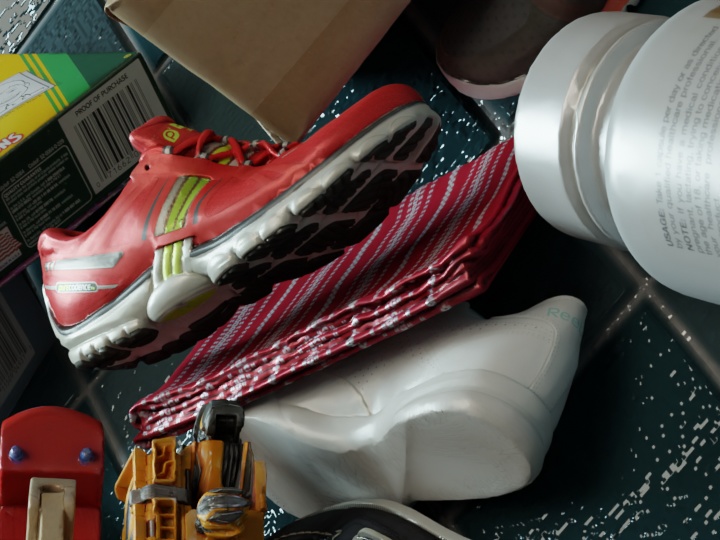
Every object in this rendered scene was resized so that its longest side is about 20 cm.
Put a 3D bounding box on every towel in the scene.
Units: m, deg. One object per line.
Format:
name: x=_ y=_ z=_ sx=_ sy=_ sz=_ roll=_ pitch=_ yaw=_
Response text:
towel: x=0.000 y=0.000 z=1.082 sx=0.200 sy=0.022 sz=0.145 roll=-27 pitch=15 yaw=35

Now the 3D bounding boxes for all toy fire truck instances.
toy fire truck: x=-0.126 y=0.130 z=1.029 sx=0.141 sy=0.049 sz=0.200 roll=104 pitch=167 yaw=-56

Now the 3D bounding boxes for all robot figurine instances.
robot figurine: x=-0.072 y=0.141 z=1.030 sx=0.200 sy=0.058 sz=0.145 roll=103 pitch=166 yaw=-54

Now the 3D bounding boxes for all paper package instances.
paper package: x=-0.009 y=-0.174 z=1.137 sx=0.200 sy=0.103 sz=0.191 roll=-52 pitch=9 yaw=12

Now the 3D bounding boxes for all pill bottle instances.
pill bottle: x=0.153 y=-0.040 z=0.918 sx=0.200 sy=0.114 sz=0.114 roll=15 pitch=79 yaw=51

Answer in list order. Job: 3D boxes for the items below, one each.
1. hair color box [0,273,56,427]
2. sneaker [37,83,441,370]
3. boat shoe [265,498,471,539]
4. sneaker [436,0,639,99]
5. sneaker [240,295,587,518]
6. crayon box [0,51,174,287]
hair color box: x=-0.264 y=0.058 z=1.300 sx=0.200 sy=0.061 sz=0.099 roll=-14 pitch=28 yaw=25
sneaker: x=-0.060 y=-0.031 z=1.063 sx=0.200 sy=0.077 sz=0.085 roll=-30 pitch=76 yaw=25
boat shoe: x=0.010 y=0.135 z=1.000 sx=0.200 sy=0.060 sz=0.074 roll=11 pitch=103 yaw=50
sneaker: x=0.092 y=-0.158 z=1.082 sx=0.200 sy=0.082 sz=0.077 roll=-43 pitch=42 yaw=21
sneaker: x=0.019 y=0.052 z=1.062 sx=0.200 sy=0.075 sz=0.089 roll=-10 pitch=40 yaw=48
crayon box: x=-0.218 y=-0.037 z=1.299 sx=0.172 sy=0.058 sz=0.200 roll=6 pitch=39 yaw=49
